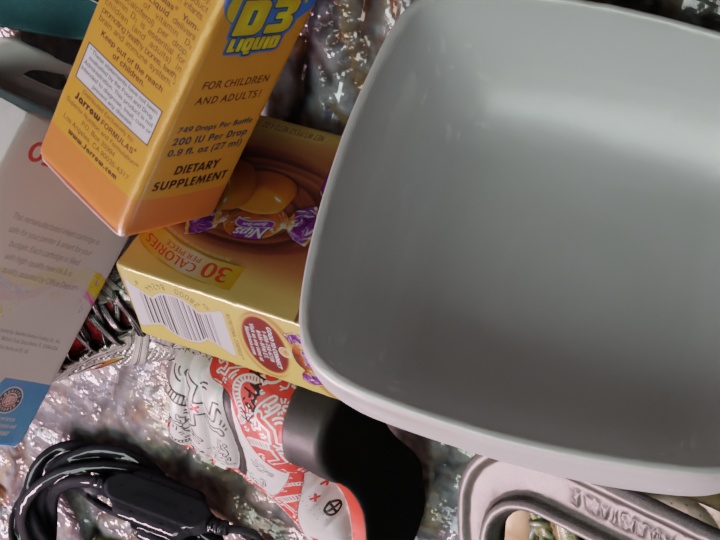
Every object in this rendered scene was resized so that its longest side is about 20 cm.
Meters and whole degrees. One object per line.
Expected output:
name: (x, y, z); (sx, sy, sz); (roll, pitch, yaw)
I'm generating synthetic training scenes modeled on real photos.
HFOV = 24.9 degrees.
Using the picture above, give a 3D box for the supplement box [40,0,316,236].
supplement box: (-0.069, -0.113, 0.713); (0.069, 0.066, 0.200); (42, 124, 24)

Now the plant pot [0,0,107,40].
plant pot: (-0.187, -0.200, 0.758); (0.199, 0.200, 0.135); (12, 86, 29)

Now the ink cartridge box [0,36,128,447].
ink cartridge box: (-0.211, -0.028, 0.853); (0.125, 0.128, 0.201); (30, 93, 26)

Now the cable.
cable: (-0.141, 0.189, 1.048); (0.199, 0.051, 0.164); (13, 129, 25)

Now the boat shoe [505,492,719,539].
boat shoe: (0.117, 0.106, 0.709); (0.200, 0.063, 0.074); (-1, 111, 42)

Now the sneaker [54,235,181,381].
sneaker: (-0.161, 0.035, 0.935); (0.199, 0.082, 0.078); (-11, 110, 38)

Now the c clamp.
c clamp: (0.113, 0.166, 0.690); (0.200, 0.027, 0.172); (29, 130, 35)

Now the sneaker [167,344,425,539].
sneaker: (-0.035, 0.097, 0.864); (0.108, 0.067, 0.202); (20, 155, 25)

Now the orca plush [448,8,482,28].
orca plush: (0.025, -0.156, 0.695); (0.105, 0.071, 0.201); (29, 130, 17)

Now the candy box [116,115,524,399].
candy box: (0.000, 0.000, 0.772); (0.199, 0.117, 0.057); (16, 144, 27)

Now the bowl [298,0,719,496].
bowl: (0.085, -0.007, 0.667); (0.199, 0.200, 0.075); (14, 154, 9)
